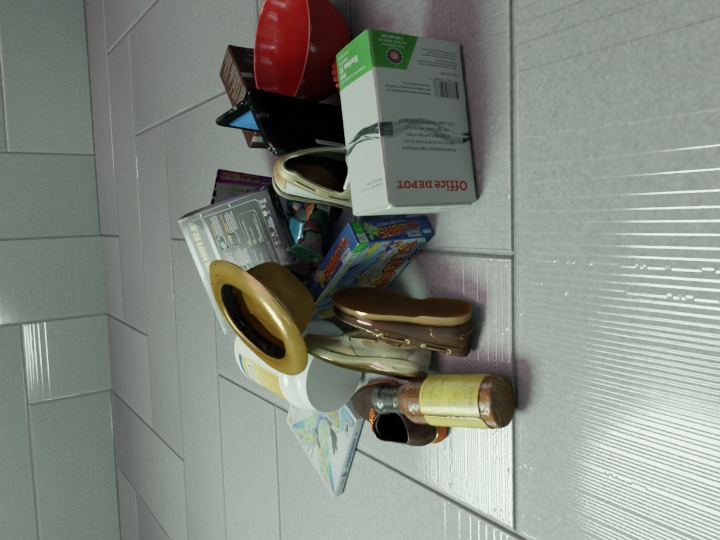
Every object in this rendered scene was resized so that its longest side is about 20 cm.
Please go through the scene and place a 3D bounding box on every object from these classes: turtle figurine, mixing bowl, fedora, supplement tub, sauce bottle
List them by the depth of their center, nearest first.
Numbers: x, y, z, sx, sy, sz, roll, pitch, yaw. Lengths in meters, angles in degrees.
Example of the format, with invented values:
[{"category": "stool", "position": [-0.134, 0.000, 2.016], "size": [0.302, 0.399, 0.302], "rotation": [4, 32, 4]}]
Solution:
[{"category": "sauce bottle", "position": [0.098, 0.164, 0.768], "size": [0.197, 0.065, 0.068], "rotation": [-7, 89, 43]}, {"category": "fedora", "position": [-0.124, 0.049, 0.830], "size": [0.199, 0.082, 0.203], "rotation": [34, 147, 26]}, {"category": "turtle figurine", "position": [-0.073, -0.096, 0.873], "size": [0.151, 0.098, 0.204], "rotation": [92, -177, -61]}, {"category": "mixing bowl", "position": [-0.083, -0.347, 0.954], "size": [0.198, 0.106, 0.206], "rotation": [7, 98, 56]}, {"category": "supplement tub", "position": [-0.105, 0.144, 1.013], "size": [0.198, 0.143, 0.149], "rotation": [17, 108, 45]}]

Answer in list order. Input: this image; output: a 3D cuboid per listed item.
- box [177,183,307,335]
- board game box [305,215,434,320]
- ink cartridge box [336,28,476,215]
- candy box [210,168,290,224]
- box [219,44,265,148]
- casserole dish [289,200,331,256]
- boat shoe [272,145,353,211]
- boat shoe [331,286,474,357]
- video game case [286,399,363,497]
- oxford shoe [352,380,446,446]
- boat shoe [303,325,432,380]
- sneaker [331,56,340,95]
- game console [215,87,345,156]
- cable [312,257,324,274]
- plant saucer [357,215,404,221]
[{"category": "box", "position": [-0.177, -0.015, 0.960], "size": [0.048, 0.155, 0.204], "rotation": [-75, -33, -72]}, {"category": "board game box", "position": [0.000, 0.000, 0.858], "size": [0.201, 0.133, 0.035], "rotation": [-52, 57, 46]}, {"category": "ink cartridge box", "position": [0.057, -0.173, 0.742], "size": [0.082, 0.144, 0.206], "rotation": [-9, 86, 57]}, {"category": "candy box", "position": [-0.197, -0.114, 1.074], "size": [0.201, 0.133, 0.062], "rotation": [-108, 28, -63]}, {"category": "box", "position": [-0.184, -0.320, 1.117], "size": [0.075, 0.098, 0.203], "rotation": [-52, 53, 44]}, {"category": "casserole dish", "position": [-0.094, -0.060, 1.074], "size": [0.121, 0.038, 0.204], "rotation": [41, 126, 46]}, {"category": "boat shoe", "position": [-0.014, -0.119, 0.781], "size": [0.068, 0.195, 0.077], "rotation": [148, 119, -76]}, {"category": "boat shoe", "position": [0.051, 0.071, 0.795], "size": [0.196, 0.070, 0.072], "rotation": [10, 120, 26]}, {"category": "video game case", "position": [-0.071, 0.271, 1.098], "size": [0.200, 0.022, 0.186], "rotation": [44, 129, 44]}, {"category": "oxford shoe", "position": [0.036, 0.208, 0.886], "size": [0.198, 0.071, 0.073], "rotation": [0, 95, 56]}, {"category": "boat shoe", "position": [0.006, 0.109, 0.862], "size": [0.195, 0.072, 0.067], "rotation": [8, 75, 21]}, {"category": "sneaker", "position": [0.018, -0.234, 0.852], "size": [0.081, 0.077, 0.205], "rotation": [-26, 77, 43]}, {"category": "game console", "position": [-0.092, -0.191, 0.903], "size": [0.117, 0.196, 0.178], "rotation": [-52, 52, 39]}, {"category": "cable", "position": [-0.124, 0.005, 1.023], "size": [0.196, 0.051, 0.099], "rotation": [-8, 119, 26]}, {"category": "plant saucer", "position": [0.009, -0.049, 0.942], "size": [0.201, 0.019, 0.071], "rotation": [-57, 50, 41]}]
